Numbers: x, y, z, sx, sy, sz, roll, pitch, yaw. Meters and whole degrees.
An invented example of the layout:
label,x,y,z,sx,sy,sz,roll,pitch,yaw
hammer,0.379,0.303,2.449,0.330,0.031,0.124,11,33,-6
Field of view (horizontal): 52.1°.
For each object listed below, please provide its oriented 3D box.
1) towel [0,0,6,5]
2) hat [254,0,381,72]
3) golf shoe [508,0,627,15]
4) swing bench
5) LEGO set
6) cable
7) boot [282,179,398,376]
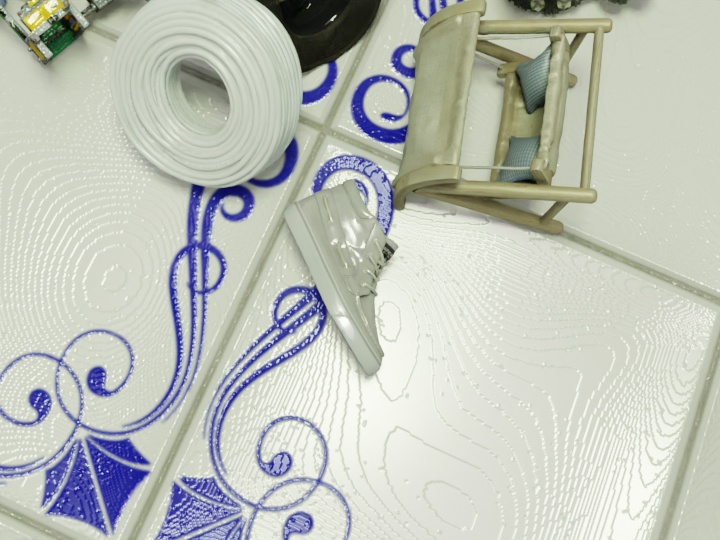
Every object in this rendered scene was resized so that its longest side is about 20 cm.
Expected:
label,x,y,z,sx,sy,sz,roll,pitch,yaw
towel,-0.515,-0.262,0.832,0.145,0.024,0.202,27,76,3
hat,-0.061,-0.317,0.789,0.200,0.201,0.081,-42,64,-12
golf shoe,0.255,-0.359,0.877,0.197,0.078,0.089,1,45,6
swing bench,0.144,-0.164,0.784,0.197,0.130,0.202,9,76,0
LEGO set,-0.322,-0.316,0.782,0.199,0.116,0.155,-37,113,-15
cable,-0.158,-0.186,0.753,0.198,0.201,0.069,30,34,2
boot,0.000,0.000,0.764,0.095,0.074,0.202,-26,78,-2
